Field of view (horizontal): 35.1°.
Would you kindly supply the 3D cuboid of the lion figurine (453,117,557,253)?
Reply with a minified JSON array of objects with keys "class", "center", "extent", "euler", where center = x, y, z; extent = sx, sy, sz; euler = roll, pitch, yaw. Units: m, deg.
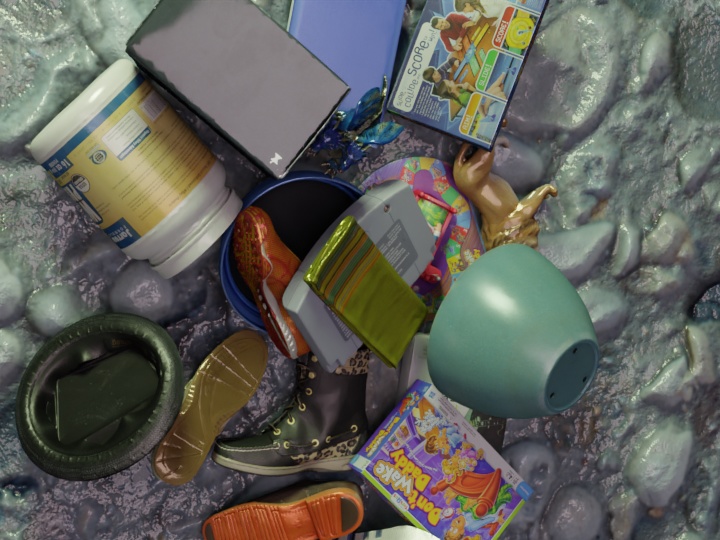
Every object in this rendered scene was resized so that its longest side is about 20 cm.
[{"class":"lion figurine","center":[0.162,-0.090,1.374],"extent":[0.122,0.072,0.201],"euler":[-41,100,-8]}]

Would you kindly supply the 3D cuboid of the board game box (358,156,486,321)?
[{"class":"board game box","center":[0.076,-0.034,1.368],"extent":[0.156,0.039,0.203],"euler":[-22,104,-12]}]

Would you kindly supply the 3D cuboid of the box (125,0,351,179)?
[{"class":"box","center":[-0.129,-0.203,1.188],"extent":[0.199,0.197,0.124],"euler":[40,91,-10]}]

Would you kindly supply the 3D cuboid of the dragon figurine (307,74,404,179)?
[{"class":"dragon figurine","center":[0.006,-0.158,1.237],"extent":[0.200,0.099,0.059],"euler":[-43,103,-38]}]

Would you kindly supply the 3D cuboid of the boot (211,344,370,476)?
[{"class":"boot","center":[-0.075,0.160,1.338],"extent":[0.197,0.073,0.153],"euler":[3,99,-20]}]

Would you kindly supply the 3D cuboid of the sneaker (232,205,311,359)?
[{"class":"sneaker","center":[-0.086,0.005,1.255],"extent":[0.077,0.073,0.202],"euler":[-34,132,-19]}]

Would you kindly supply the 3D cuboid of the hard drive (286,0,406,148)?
[{"class":"hard drive","center":[-0.023,-0.254,1.315],"extent":[0.130,0.025,0.203],"euler":[10,95,-17]}]

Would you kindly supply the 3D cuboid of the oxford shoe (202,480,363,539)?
[{"class":"oxford shoe","center":[-0.090,0.295,1.361],"extent":[0.197,0.073,0.072],"euler":[-10,103,6]}]

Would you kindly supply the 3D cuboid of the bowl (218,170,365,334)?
[{"class":"bowl","center":[-0.067,-0.020,1.304],"extent":[0.197,0.039,0.204],"euler":[-8,118,-16]}]

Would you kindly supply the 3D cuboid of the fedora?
[{"class":"fedora","center":[-0.275,0.147,1.254],"extent":[0.197,0.092,0.204],"euler":[-6,68,14]}]

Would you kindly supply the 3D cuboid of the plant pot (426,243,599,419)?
[{"class":"plant pot","center":[0.192,0.089,1.296],"extent":[0.198,0.134,0.203],"euler":[-23,128,-32]}]

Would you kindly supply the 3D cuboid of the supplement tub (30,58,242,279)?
[{"class":"supplement tub","center":[-0.235,-0.106,1.215],"extent":[0.145,0.145,0.200],"euler":[-44,106,-5]}]

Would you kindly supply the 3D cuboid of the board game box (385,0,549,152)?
[{"class":"board game box","center":[0.126,-0.256,1.322],"extent":[0.134,0.034,0.203],"euler":[22,92,11]}]

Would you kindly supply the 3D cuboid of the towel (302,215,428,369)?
[{"class":"towel","center":[0.013,0.028,1.254],"extent":[0.087,0.018,0.200],"euler":[-55,137,-12]}]

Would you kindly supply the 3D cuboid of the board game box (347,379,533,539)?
[{"class":"board game box","center":[0.099,0.250,1.370],"extent":[0.200,0.045,0.135],"euler":[46,76,-19]}]

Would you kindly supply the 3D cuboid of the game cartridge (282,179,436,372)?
[{"class":"game cartridge","center":[0.000,0.000,1.267],"extent":[0.200,0.040,0.134],"euler":[-48,138,-20]}]

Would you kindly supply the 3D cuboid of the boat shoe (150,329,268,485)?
[{"class":"boat shoe","center":[-0.181,0.155,1.310],"extent":[0.074,0.069,0.201],"euler":[42,65,-14]}]

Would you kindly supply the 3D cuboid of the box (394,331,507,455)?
[{"class":"box","center":[0.112,0.183,1.414],"extent":[0.142,0.036,0.203],"euler":[6,98,-17]}]

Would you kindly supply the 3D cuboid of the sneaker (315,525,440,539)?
[{"class":"sneaker","center":[0.026,0.364,1.372],"extent":[0.116,0.196,0.081],"euler":[66,34,-51]}]
